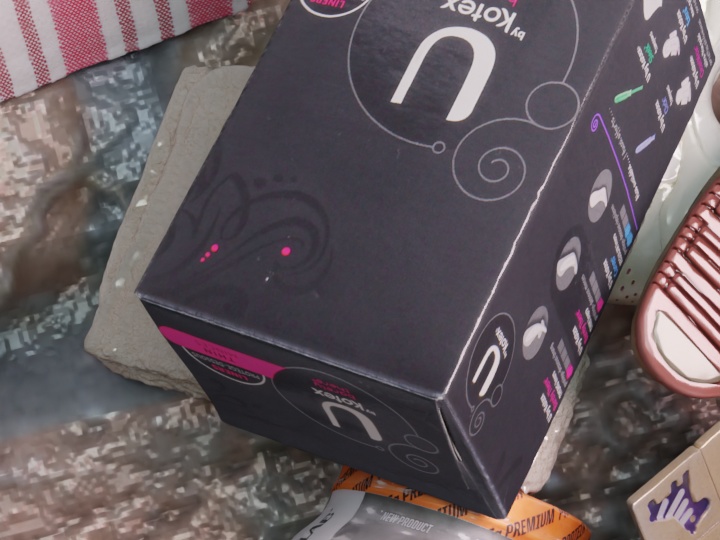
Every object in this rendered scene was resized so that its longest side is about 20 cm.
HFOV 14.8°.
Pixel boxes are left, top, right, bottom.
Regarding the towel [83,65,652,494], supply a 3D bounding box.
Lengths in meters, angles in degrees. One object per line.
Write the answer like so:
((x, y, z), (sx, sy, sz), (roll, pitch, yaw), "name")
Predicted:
((0.000, 0.000, 1.050), (0.200, 0.034, 0.133), (17, 79, 22), "towel")

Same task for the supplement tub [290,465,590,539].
((0.010, 0.175, 0.999), (0.122, 0.123, 0.201), (17, 78, 0), "supplement tub")

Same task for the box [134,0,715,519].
((0.028, -0.035, 0.969), (0.122, 0.106, 0.200), (17, 69, 23), "box")

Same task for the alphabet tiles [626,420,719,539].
((0.145, 0.124, 1.004), (0.200, 0.008, 0.167), (-38, 126, -19), "alphabet tiles")

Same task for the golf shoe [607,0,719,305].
((0.106, -0.083, 1.082), (0.091, 0.075, 0.201), (5, 77, 1), "golf shoe")

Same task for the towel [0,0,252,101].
((-0.144, -0.126, 1.045), (0.200, 0.147, 0.030), (-20, 51, -8), "towel")

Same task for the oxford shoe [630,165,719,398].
((0.157, -0.020, 1.008), (0.200, 0.075, 0.070), (-43, 98, -28), "oxford shoe")
